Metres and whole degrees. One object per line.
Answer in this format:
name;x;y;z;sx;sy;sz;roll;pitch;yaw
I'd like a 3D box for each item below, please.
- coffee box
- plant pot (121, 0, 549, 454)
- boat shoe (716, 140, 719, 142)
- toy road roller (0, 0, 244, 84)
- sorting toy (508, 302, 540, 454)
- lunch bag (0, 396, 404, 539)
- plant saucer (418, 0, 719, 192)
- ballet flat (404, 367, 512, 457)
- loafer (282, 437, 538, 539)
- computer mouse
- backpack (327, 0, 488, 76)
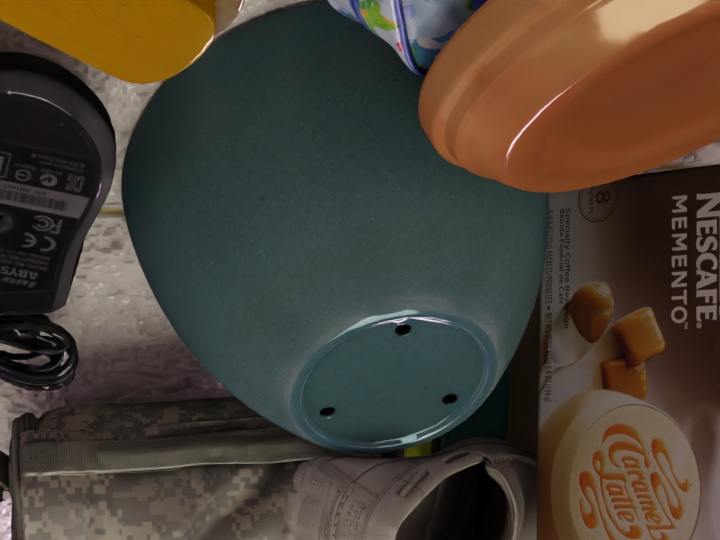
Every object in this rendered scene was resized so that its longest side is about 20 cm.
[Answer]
coffee box;0.148;0.060;0.805;0.114;0.202;0.079;-4;171;40
plant pot;0.000;0.000;0.772;0.198;0.135;0.201;-9;137;-8
boat shoe;0.199;-0.103;0.783;0.198;0.062;0.075;-14;140;0
toy road roller;-0.148;-0.134;0.600;0.199;0.124;0.146;23;139;-35
sorting toy;0.147;0.109;0.899;0.069;0.201;0.199;9;135;-49
lunch bag;-0.081;0.134;0.875;0.198;0.140;0.168;-2;142;-8
plant saucer;0.118;-0.083;0.647;0.198;0.038;0.200;-21;164;-6
ballet flat;0.042;0.134;0.907;0.066;0.202;0.067;7;178;-27
loafer;0.047;0.116;0.807;0.199;0.069;0.071;1;98;-52
computer mouse;-0.166;-0.030;0.751;0.137;0.053;0.200;15;137;-19
backpack;0.071;-0.157;0.638;0.198;0.155;0.163;-2;158;2
